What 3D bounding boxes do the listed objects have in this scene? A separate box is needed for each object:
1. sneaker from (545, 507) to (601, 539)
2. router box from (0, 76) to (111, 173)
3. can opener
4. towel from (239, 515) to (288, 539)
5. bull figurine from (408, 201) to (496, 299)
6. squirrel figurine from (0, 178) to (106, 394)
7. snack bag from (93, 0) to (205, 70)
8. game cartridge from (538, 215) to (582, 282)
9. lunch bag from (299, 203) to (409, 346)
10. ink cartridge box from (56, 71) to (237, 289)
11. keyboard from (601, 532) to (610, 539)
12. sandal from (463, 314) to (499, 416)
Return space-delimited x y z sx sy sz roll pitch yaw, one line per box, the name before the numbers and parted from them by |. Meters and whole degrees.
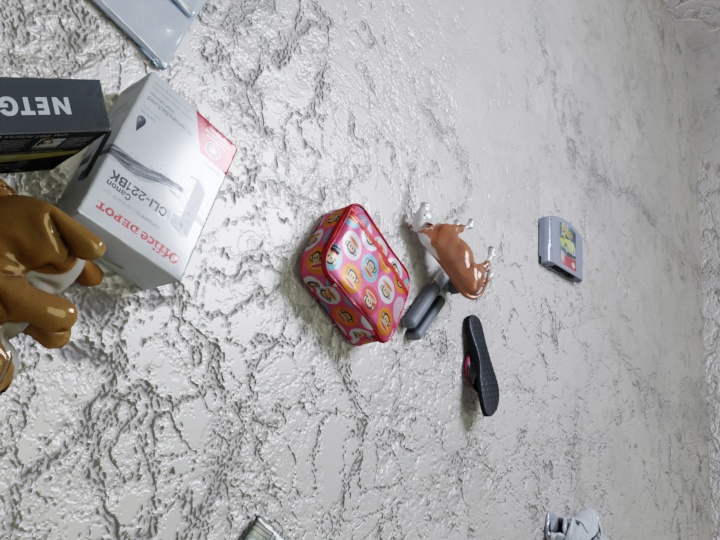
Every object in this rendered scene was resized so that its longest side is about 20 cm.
sneaker | 0.483 0.583 1.455 0.199 0.074 0.118 -36 111 -41
router box | -0.361 -0.130 0.601 0.197 0.154 0.054 -17 94 -48
can opener | 0.144 0.049 1.197 0.200 0.065 0.054 -46 116 -37
towel | -0.118 0.450 0.805 0.193 0.034 0.201 46 50 -6
bull figurine | 0.175 -0.042 1.193 0.119 0.065 0.204 -26 81 -32
squirrel figurine | -0.366 0.015 0.610 0.199 0.140 0.190 39 65 -19
snack bag | -0.285 -0.397 0.834 0.188 0.021 0.205 42 54 -35
game cartridge | 0.516 -0.060 1.645 0.197 0.040 0.138 21 64 -44
lunch bag | 0.000 0.000 1.036 0.202 0.080 0.179 52 45 -29
ink cartridge box | -0.252 -0.103 0.769 0.144 0.082 0.205 39 57 -37
keyboard | 0.610 0.697 1.623 0.199 0.010 0.058 43 54 -34
sandal | 0.234 0.192 1.287 0.074 0.044 0.206 20 54 -49
